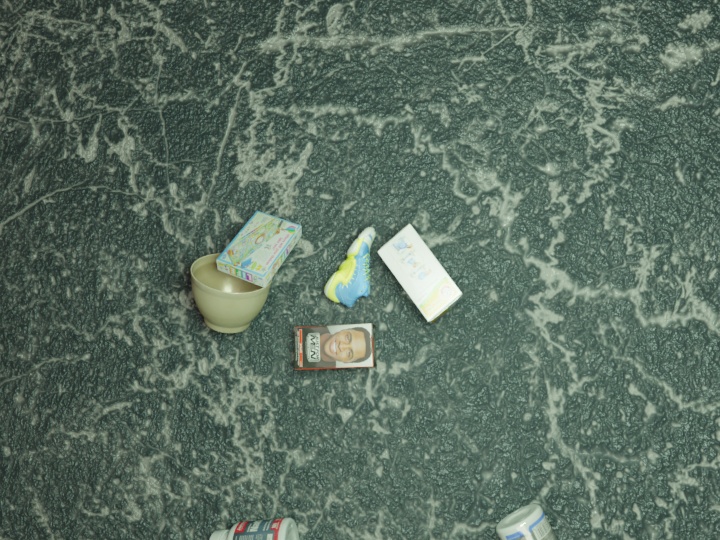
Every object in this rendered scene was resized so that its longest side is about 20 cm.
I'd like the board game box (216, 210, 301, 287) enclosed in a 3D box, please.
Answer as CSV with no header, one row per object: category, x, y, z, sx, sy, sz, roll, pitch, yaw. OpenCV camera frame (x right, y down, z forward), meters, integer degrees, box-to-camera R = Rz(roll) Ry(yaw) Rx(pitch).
board game box,-0.244,-0.057,1.446,0.131,0.035,0.202,18,47,13

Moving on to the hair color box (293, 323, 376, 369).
hair color box,-0.061,0.184,1.423,0.193,0.061,0.105,-5,81,11

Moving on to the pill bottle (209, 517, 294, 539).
pill bottle,-0.249,0.648,1.373,0.193,0.120,0.124,-9,81,10

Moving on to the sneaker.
sneaker,0.000,0.000,1.436,0.104,0.076,0.203,35,98,2

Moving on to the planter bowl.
planter bowl,-0.319,0.065,1.441,0.194,0.200,0.139,18,115,13

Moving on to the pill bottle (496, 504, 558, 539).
pill bottle,0.380,0.616,1.243,0.112,0.114,0.204,-28,78,7

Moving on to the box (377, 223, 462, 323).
box,0.141,0.012,1.375,0.100,0.112,0.202,-37,77,3
